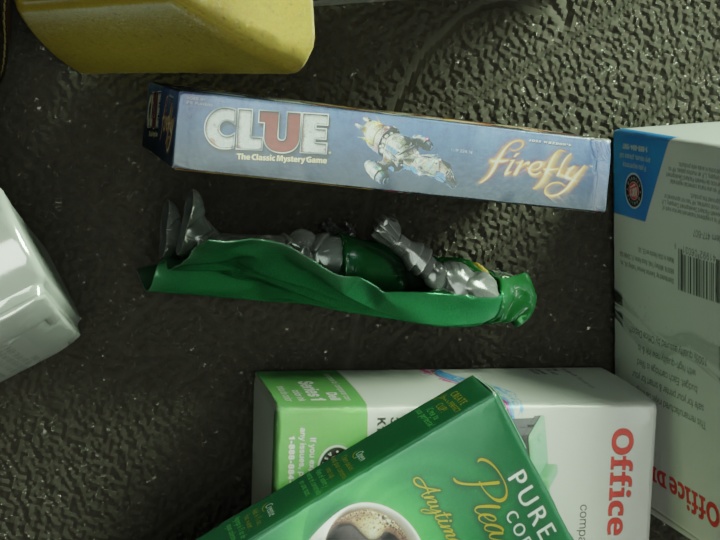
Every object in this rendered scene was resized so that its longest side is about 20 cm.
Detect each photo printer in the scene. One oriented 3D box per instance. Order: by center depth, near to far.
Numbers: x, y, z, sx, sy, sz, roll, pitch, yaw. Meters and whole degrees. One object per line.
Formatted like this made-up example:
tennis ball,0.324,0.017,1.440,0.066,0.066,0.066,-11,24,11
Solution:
photo printer,-0.229,0.040,0.697,0.199,0.166,0.070,-28,84,-7

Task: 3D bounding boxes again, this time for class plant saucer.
plant saucer,-0.101,-0.184,0.673,0.048,0.199,0.202,-9,101,-37

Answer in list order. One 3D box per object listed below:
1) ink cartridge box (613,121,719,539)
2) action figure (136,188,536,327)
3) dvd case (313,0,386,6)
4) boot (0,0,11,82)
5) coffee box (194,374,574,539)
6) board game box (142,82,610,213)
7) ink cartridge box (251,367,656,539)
ink cartridge box,0.193,0.030,0.801,0.084,0.146,0.202,-5,100,-14
action figure,0.000,0.000,0.785,0.198,0.118,0.055,11,83,-23
dvd case,0.045,-0.141,0.723,0.198,0.150,0.025,-8,97,-22
boot,-0.179,-0.119,0.648,0.074,0.098,0.201,0,142,-3
coffee box,0.002,0.152,0.740,0.199,0.044,0.124,-31,103,-5
board game box,0.002,-0.060,0.749,0.198,0.135,0.035,5,97,-14
ink cartridge box,0.046,0.129,0.812,0.198,0.084,0.146,0,98,-12
